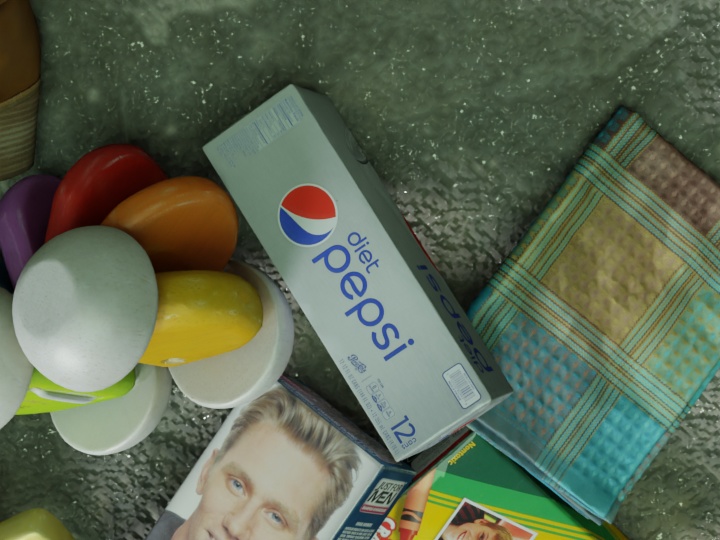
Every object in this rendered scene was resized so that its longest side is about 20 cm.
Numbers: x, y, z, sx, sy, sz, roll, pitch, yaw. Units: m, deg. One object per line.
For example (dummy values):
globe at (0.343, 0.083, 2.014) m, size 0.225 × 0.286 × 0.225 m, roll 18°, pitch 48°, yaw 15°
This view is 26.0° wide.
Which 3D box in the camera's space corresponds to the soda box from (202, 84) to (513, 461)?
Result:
soda box at (0.000, 0.000, 0.842) m, size 0.063 × 0.068 × 0.200 m, roll -34°, pitch 80°, yaw 13°

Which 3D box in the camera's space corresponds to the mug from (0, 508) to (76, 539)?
mug at (-0.259, 0.227, 0.934) m, size 0.186 × 0.150 × 0.153 m, roll -6°, pitch 125°, yaw 35°

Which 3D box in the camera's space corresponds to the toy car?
toy car at (-0.147, 0.011, 0.851) m, size 0.200 × 0.175 × 0.151 m, roll -23°, pitch 70°, yaw 27°

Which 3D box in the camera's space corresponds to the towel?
towel at (0.143, 0.028, 0.891) m, size 0.146 × 0.022 × 0.200 m, roll 36°, pitch 90°, yaw -15°

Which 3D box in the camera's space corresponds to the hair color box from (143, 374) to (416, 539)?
hair color box at (-0.068, 0.168, 0.908) m, size 0.100 × 0.060 × 0.200 m, roll 35°, pitch 93°, yaw 24°

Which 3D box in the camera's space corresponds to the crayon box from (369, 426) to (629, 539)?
crayon box at (0.055, 0.202, 0.969) m, size 0.200 × 0.058 × 0.173 m, roll -43°, pitch 108°, yaw 14°

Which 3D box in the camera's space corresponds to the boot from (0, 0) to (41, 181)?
boot at (-0.241, -0.105, 0.785) m, size 0.077 × 0.200 × 0.156 m, roll 24°, pitch 123°, yaw 36°
